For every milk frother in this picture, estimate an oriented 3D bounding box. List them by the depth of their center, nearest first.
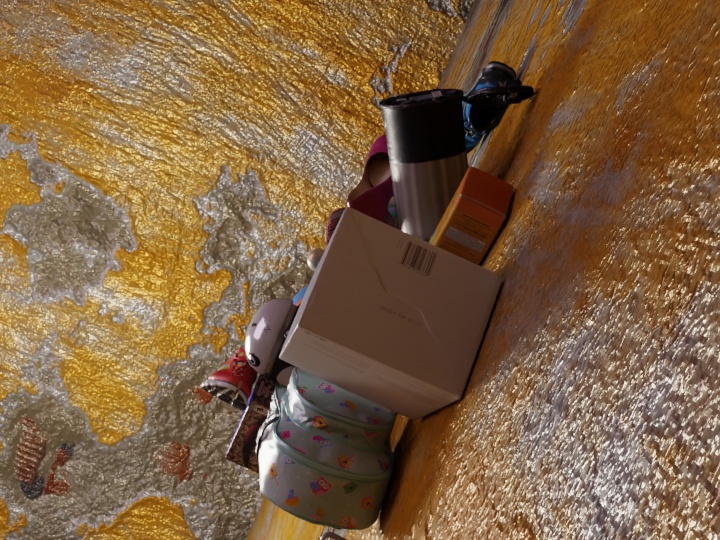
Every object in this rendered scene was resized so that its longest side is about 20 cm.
[{"bbox_3d":[0.141,-0.156,1.456,0.181,0.197,0.191,-47,-48,-64],"label":"milk frother"}]

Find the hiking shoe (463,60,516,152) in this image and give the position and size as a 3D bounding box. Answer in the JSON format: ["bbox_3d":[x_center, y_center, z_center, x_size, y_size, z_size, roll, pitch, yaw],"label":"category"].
[{"bbox_3d":[0.184,-0.251,1.730,0.201,0.074,0.087,117,176,-51],"label":"hiking shoe"}]

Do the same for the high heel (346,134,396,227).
[{"bbox_3d":[0.015,-0.137,1.504,0.067,0.096,0.202,-13,50,29],"label":"high heel"}]

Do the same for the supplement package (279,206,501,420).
[{"bbox_3d":[0.028,0.056,1.201,0.200,0.189,0.149,126,168,-73],"label":"supplement package"}]

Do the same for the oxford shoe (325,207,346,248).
[{"bbox_3d":[0.000,0.000,1.662,0.075,0.070,0.203,15,-125,-70],"label":"oxford shoe"}]

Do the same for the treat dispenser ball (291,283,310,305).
[{"bbox_3d":[-0.036,0.112,1.754,0.201,0.198,0.203,-157,90,-87],"label":"treat dispenser ball"}]

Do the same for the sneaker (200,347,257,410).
[{"bbox_3d":[-0.191,0.157,1.608,0.086,0.076,0.200,-63,5,-6],"label":"sneaker"}]

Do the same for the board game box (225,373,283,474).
[{"bbox_3d":[-0.091,0.256,1.671,0.097,0.198,0.161,-71,6,-50],"label":"board game box"}]

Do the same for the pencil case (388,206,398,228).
[{"bbox_3d":[0.046,0.007,1.561,0.092,0.084,0.204,-3,-90,-53],"label":"pencil case"}]

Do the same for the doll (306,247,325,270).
[{"bbox_3d":[0.001,0.011,1.832,0.049,0.198,0.138,-74,8,-67],"label":"doll"}]

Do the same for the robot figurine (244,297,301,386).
[{"bbox_3d":[-0.076,0.123,1.573,0.125,0.198,0.151,-69,3,-55],"label":"robot figurine"}]

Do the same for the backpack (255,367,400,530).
[{"bbox_3d":[-0.039,0.222,1.315,0.201,0.173,0.155,-91,22,-66],"label":"backpack"}]

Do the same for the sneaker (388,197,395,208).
[{"bbox_3d":[0.082,-0.122,1.620,0.075,0.197,0.086,55,-145,-54],"label":"sneaker"}]

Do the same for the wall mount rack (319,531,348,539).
[{"bbox_3d":[-0.066,0.424,1.327,0.175,0.074,0.200,-65,2,-25],"label":"wall mount rack"}]

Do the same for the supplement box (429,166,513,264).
[{"bbox_3d":[0.123,-0.032,1.342,0.067,0.068,0.201,-67,0,-47],"label":"supplement box"}]
